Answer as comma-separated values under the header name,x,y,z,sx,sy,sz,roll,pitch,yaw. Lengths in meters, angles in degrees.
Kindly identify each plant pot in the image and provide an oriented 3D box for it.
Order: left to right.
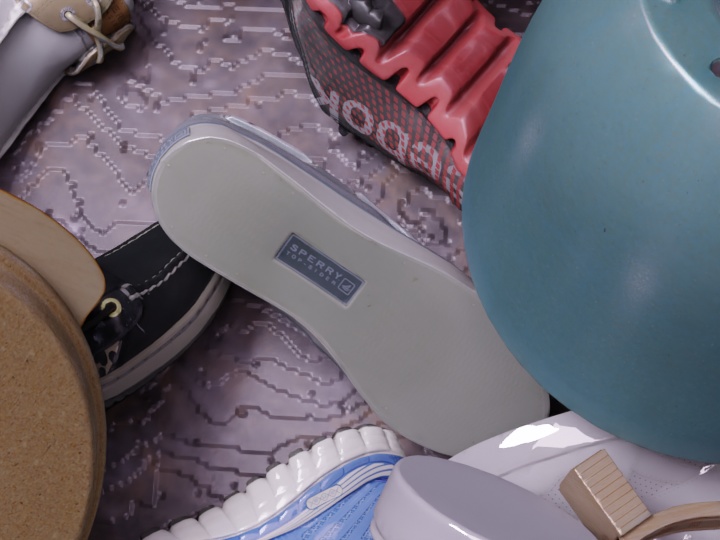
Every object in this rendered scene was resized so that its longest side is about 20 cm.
name,x,y,z,sx,sy,sz,roll,pitch,yaw
plant pot,0.144,-0.056,0.707,0.198,0.161,0.203,2,60,-4

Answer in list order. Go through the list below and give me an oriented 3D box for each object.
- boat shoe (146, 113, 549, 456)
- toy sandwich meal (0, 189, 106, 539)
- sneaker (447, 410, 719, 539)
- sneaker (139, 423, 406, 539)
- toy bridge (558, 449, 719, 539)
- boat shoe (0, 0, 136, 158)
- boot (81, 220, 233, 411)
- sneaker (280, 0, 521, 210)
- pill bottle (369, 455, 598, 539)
name,x,y,z,sx,sy,sz,roll,pitch,yaw
boat shoe,-0.001,0.000,0.817,0.200,0.072,0.070,38,107,-15
toy sandwich meal,-0.177,0.060,0.674,0.206,0.205,0.070,-53,37,-11
sneaker,0.132,0.111,0.786,0.198,0.074,0.117,-10,71,-1
sneaker,-0.055,0.145,0.785,0.199,0.079,0.090,-30,73,-5
toy bridge,0.169,0.059,0.758,0.199,0.027,0.067,-32,75,-20
boat shoe,-0.134,-0.126,0.864,0.068,0.075,0.202,19,76,14
boot,-0.144,-0.013,0.770,0.203,0.073,0.155,-40,115,-38
sneaker,0.036,-0.074,0.844,0.201,0.098,0.071,48,68,-10
pill bottle,0.014,0.177,0.721,0.112,0.112,0.202,25,101,9
